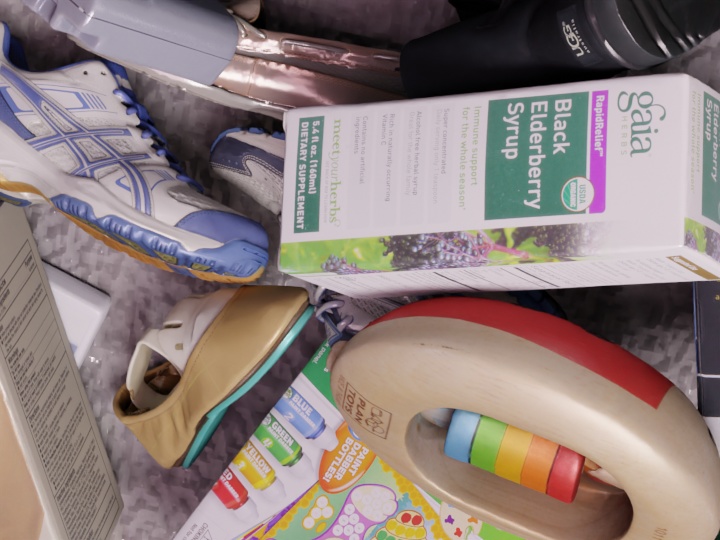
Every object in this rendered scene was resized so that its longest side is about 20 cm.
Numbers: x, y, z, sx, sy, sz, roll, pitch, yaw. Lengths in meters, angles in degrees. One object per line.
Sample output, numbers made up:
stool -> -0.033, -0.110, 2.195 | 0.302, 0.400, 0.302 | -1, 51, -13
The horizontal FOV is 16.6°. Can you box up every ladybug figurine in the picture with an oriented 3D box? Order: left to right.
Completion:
ladybug figurine -> 0.080, 0.068, 1.156 | 0.200, 0.072, 0.136 | 23, 147, 8

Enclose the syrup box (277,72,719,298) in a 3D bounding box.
syrup box -> 0.068, -0.036, 1.120 | 0.199, 0.081, 0.079 | -3, 78, 27

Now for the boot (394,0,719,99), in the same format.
boot -> 0.128, -0.137, 1.158 | 0.168, 0.200, 0.077 | -11, 109, 55

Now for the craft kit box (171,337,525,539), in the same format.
craft kit box -> 0.022, 0.144, 1.271 | 0.197, 0.049, 0.200 | 37, 90, 7

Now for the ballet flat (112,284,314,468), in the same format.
ballet flat -> -0.085, 0.049, 1.269 | 0.063, 0.069, 0.200 | 38, 147, -1

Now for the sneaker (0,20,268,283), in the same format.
sneaker -> -0.127, -0.062, 1.237 | 0.200, 0.075, 0.088 | 25, 80, 12

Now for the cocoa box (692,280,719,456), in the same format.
cocoa box -> 0.262, 0.012, 1.178 | 0.199, 0.133, 0.132 | -1, 115, 13

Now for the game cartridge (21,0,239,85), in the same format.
game cartridge -> -0.149, -0.161, 1.155 | 0.200, 0.133, 0.041 | 42, 101, 26

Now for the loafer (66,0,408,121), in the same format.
loafer -> -0.044, -0.107, 1.230 | 0.199, 0.072, 0.063 | 21, 97, -1

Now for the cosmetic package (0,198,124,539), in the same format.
cosmetic package -> -0.196, 0.068, 1.297 | 0.071, 0.105, 0.201 | -11, 111, 14

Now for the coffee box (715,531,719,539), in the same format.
coffee box -> 0.201, 0.138, 1.260 | 0.200, 0.123, 0.044 | -37, 105, 26

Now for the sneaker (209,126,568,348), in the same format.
sneaker -> 0.000, 0.000, 1.233 | 0.200, 0.077, 0.085 | 33, 88, 10

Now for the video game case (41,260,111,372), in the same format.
video game case -> -0.257, 0.054, 1.371 | 0.182, 0.023, 0.200 | 28, 118, -2
